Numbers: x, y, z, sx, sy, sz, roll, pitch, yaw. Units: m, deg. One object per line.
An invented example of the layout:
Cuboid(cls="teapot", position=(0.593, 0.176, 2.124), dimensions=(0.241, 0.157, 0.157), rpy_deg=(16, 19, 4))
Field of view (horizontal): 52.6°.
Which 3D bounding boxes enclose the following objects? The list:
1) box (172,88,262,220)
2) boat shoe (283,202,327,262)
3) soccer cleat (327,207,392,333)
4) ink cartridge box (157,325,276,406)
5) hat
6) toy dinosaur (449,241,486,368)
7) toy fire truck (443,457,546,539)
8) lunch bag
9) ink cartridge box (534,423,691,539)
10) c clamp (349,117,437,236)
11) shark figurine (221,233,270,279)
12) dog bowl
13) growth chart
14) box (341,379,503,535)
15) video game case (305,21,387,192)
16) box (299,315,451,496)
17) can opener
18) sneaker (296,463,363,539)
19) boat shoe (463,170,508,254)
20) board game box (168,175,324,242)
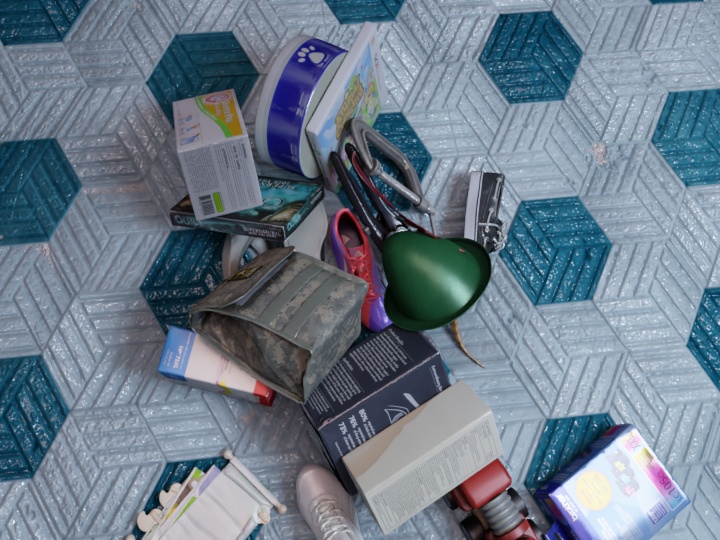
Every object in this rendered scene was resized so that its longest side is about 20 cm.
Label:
Cuboid(cls="box", position=(-0.216, -0.179, 1.090), dimensions=(0.099, 0.114, 0.201), rpy_deg=(-14, 34, -8))
Cuboid(cls="boat shoe", position=(-0.085, -0.025, 1.132), dimensions=(0.072, 0.060, 0.204), rpy_deg=(-4, 72, -12))
Cuboid(cls="soccer cleat", position=(0.000, 0.000, 1.124), dimensions=(0.067, 0.073, 0.203), rpy_deg=(-19, 76, -9))
Cuboid(cls="ink cartridge box", position=(-0.179, 0.144, 1.050), dimensions=(0.196, 0.116, 0.069), rpy_deg=(14, 73, 1))
Cuboid(cls="hat", position=(0.059, -0.039, 0.992), dimensions=(0.198, 0.177, 0.167), rpy_deg=(9, 55, 46))
Cuboid(cls="toy dinosaur", position=(0.137, 0.051, 1.116), dimensions=(0.059, 0.106, 0.204), rpy_deg=(-19, 119, -23))
Cuboid(cls="toy fire truck", position=(0.180, 0.338, 0.974), dimensions=(0.127, 0.200, 0.178), rpy_deg=(-29, 78, -11))
Cuboid(cls="lunch bag", position=(-0.112, 0.054, 0.983), dimensions=(0.197, 0.119, 0.164), rpy_deg=(24, 39, 17))
Cuboid(cls="ink cartridge box", position=(0.349, 0.338, 1.051), dimensions=(0.199, 0.076, 0.137), rpy_deg=(-35, 79, -10))
Cuboid(cls="c clamp", position=(0.055, -0.147, 1.128), dimensions=(0.027, 0.199, 0.173), rpy_deg=(-32, 45, 27))
Cuboid(cls="shark figurine", position=(-0.183, -0.033, 1.117), dimensions=(0.125, 0.090, 0.219), rpy_deg=(11, 72, 1))
Cuboid(cls="dog bowl", position=(-0.078, -0.249, 1.118), dimensions=(0.078, 0.201, 0.203), rpy_deg=(22, 73, 15))
Cuboid(cls="growth chart", position=(-0.223, 0.356, 1.039), dimensions=(0.199, 0.018, 0.145), rpy_deg=(-42, 80, -13))
Cuboid(cls="box", position=(0.085, 0.246, 0.971), dimensions=(0.198, 0.096, 0.078), rpy_deg=(-30, 36, -12))
Cuboid(cls="video game case", position=(-0.015, -0.248, 1.137), dimensions=(0.022, 0.183, 0.203), rpy_deg=(22, 73, 16))
Cuboid(cls="box", position=(0.026, 0.187, 1.022), dimensions=(0.198, 0.150, 0.104), rpy_deg=(-30, 36, -12))
Cuboid(cls="can opener", position=(0.014, -0.098, 1.115), dimensions=(0.063, 0.078, 0.202), rpy_deg=(-40, 107, -21))
Cuboid(cls="sneaker", position=(-0.029, 0.361, 1.007), dimensions=(0.077, 0.100, 0.202), rpy_deg=(-27, 77, -10))
Cuboid(cls="boat shoe", position=(0.200, -0.063, 1.155), dimensions=(0.067, 0.074, 0.203), rpy_deg=(4, 64, 12))
Cuboid(cls="board game box", position=(-0.169, -0.100, 1.095), dimensions=(0.196, 0.029, 0.136), rpy_deg=(9, 37, 21))
